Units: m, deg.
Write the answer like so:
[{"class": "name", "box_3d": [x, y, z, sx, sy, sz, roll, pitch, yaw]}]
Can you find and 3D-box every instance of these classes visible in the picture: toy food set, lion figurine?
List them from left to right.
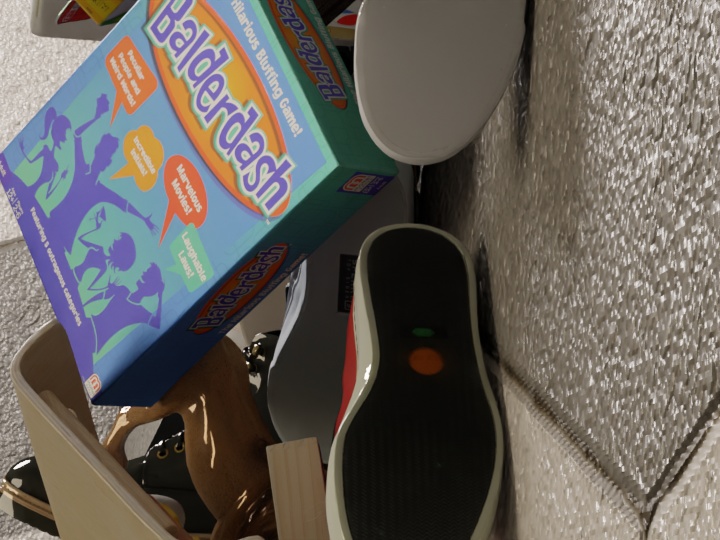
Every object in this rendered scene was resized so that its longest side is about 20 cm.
[{"class": "toy food set", "box_3d": [-0.088, 0.126, 1.138, 0.200, 0.060, 0.144, 39, 149, 45]}, {"class": "lion figurine", "box_3d": [-0.065, 0.090, 1.232, 0.200, 0.072, 0.122, 54, 128, 12]}]

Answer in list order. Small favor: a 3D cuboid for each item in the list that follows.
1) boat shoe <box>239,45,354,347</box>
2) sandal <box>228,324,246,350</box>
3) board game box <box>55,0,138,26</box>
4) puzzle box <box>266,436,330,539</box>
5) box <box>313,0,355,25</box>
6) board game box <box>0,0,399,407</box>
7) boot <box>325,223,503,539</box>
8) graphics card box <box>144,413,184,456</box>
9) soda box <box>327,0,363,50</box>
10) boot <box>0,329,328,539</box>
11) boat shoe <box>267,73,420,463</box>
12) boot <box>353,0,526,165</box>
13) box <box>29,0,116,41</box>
[{"class": "boat shoe", "box_3d": [-0.023, -0.039, 1.420, 0.093, 0.074, 0.200, -65, -14, -55]}, {"class": "sandal", "box_3d": [-0.083, 0.067, 1.602, 0.079, 0.059, 0.207, 3, 83, 47]}, {"class": "board game box", "box_3d": [-0.078, -0.198, 1.316, 0.200, 0.030, 0.096, -41, -1, 16]}, {"class": "puzzle box", "box_3d": [-0.009, 0.191, 1.117, 0.133, 0.025, 0.200, -102, 1, -47]}, {"class": "box", "box_3d": [-0.022, -0.185, 1.286, 0.100, 0.075, 0.200, -42, 0, -16]}, {"class": "board game box", "box_3d": [-0.086, -0.051, 1.196, 0.200, 0.045, 0.152, -43, 60, 31]}, {"class": "boot", "box_3d": [0.017, 0.099, 1.079, 0.144, 0.072, 0.200, 100, 175, -45]}, {"class": "graphics card box", "box_3d": [-0.100, 0.152, 1.438, 0.125, 0.051, 0.200, -7, 55, 60]}, {"class": "soda box", "box_3d": [-0.041, -0.073, 1.497, 0.064, 0.068, 0.200, -99, 16, -55]}, {"class": "boot", "box_3d": [-0.087, 0.086, 1.329, 0.077, 0.199, 0.139, -100, 20, -80]}, {"class": "boat shoe", "box_3d": [0.000, 0.000, 1.252, 0.091, 0.071, 0.201, -76, -4, -54]}, {"class": "boot", "box_3d": [0.037, -0.135, 1.081, 0.096, 0.073, 0.201, 110, 172, -78]}, {"class": "box", "box_3d": [-0.109, -0.267, 1.593, 0.200, 0.198, 0.172, 104, 166, -47]}]
